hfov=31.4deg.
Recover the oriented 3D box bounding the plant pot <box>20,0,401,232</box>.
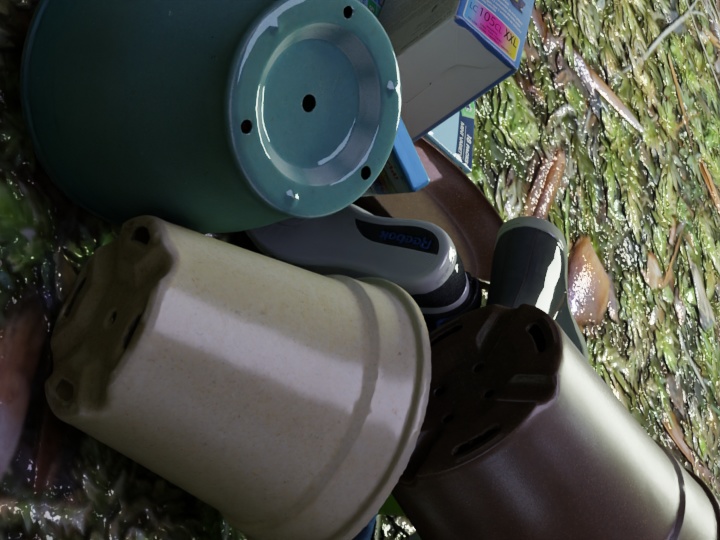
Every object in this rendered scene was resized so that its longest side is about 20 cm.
[{"bbox_3d":[-0.081,-0.112,0.810,0.199,0.187,0.202,-12,109,-40],"label":"plant pot"}]

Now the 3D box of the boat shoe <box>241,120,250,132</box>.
[{"bbox_3d":[-0.132,-0.159,0.923,0.200,0.068,0.072,32,52,-44],"label":"boat shoe"}]

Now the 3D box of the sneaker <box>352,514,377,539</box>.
[{"bbox_3d":[-0.016,0.135,0.913,0.075,0.077,0.202,1,97,-14],"label":"sneaker"}]

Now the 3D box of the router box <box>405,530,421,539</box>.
[{"bbox_3d":[0.118,0.261,1.029,0.199,0.049,0.180,-35,114,-26],"label":"router box"}]

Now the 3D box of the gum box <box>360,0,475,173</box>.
[{"bbox_3d":[0.038,-0.205,1.200,0.200,0.044,0.171,36,49,-42],"label":"gum box"}]

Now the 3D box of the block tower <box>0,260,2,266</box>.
[{"bbox_3d":[-0.263,0.043,0.668,0.054,0.058,0.201,53,38,-28],"label":"block tower"}]

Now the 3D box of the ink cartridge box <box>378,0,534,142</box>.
[{"bbox_3d":[0.081,-0.225,1.100,0.076,0.136,0.201,37,47,-24],"label":"ink cartridge box"}]

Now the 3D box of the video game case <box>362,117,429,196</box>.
[{"bbox_3d":[-0.032,-0.120,0.949,0.018,0.200,0.144,-31,104,-22],"label":"video game case"}]

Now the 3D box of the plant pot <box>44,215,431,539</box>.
[{"bbox_3d":[-0.088,0.063,0.809,0.183,0.200,0.202,28,54,-33],"label":"plant pot"}]

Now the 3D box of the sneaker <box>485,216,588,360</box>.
[{"bbox_3d":[0.124,0.067,0.980,0.107,0.074,0.201,-66,149,-43],"label":"sneaker"}]

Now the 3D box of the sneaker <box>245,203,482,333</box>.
[{"bbox_3d":[0.000,0.000,0.967,0.073,0.199,0.112,-55,141,-17],"label":"sneaker"}]

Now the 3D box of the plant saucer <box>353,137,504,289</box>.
[{"bbox_3d":[0.049,-0.053,1.063,0.200,0.037,0.201,34,27,-20],"label":"plant saucer"}]

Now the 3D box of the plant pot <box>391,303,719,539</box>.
[{"bbox_3d":[0.115,0.142,0.858,0.199,0.199,0.201,54,39,-27],"label":"plant pot"}]

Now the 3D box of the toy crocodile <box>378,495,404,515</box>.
[{"bbox_3d":[0.000,0.110,1.001,0.201,0.067,0.062,65,32,-15],"label":"toy crocodile"}]
